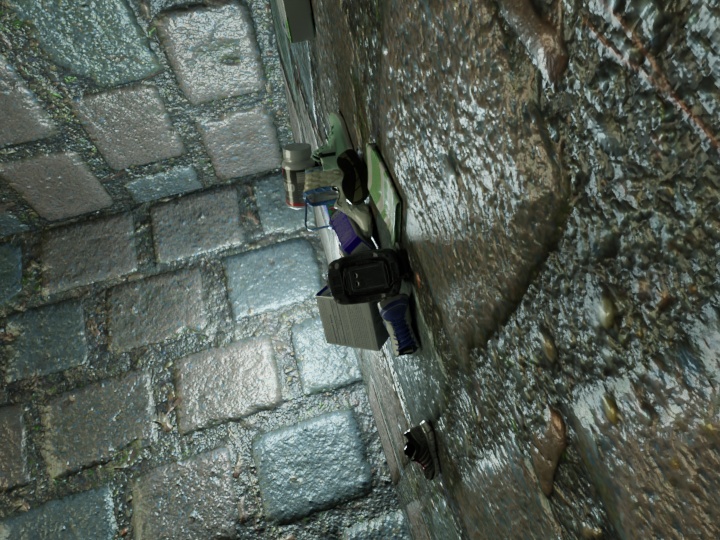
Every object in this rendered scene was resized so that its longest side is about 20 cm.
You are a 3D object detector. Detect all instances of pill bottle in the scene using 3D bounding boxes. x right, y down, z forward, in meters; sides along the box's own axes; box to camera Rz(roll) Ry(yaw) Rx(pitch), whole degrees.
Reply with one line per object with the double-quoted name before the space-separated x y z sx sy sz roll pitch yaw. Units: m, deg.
"pill bottle" -0.208 -0.323 1.757 0.114 0.113 0.202 -117 21 -59

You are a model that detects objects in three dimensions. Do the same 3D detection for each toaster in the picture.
"toaster" 0.023 0.007 1.209 0.129 0.198 0.115 -48 -55 -78

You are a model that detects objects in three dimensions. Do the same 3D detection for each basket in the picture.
"basket" -0.098 -0.235 1.662 0.139 0.174 0.202 50 -144 -72

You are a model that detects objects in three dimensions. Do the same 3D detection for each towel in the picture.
"towel" 0.051 -0.175 1.175 0.153 0.023 0.201 87 167 -55

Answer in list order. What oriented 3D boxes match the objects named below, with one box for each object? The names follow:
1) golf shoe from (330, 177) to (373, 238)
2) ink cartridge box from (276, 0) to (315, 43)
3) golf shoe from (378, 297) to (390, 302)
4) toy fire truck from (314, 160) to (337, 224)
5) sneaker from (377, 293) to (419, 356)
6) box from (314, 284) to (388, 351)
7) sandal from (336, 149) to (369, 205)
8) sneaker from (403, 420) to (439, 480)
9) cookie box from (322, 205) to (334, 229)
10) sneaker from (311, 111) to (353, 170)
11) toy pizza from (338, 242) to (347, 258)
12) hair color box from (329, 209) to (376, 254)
"golf shoe" -0.025 -0.175 1.474 0.078 0.096 0.202 99 154 -68
"ink cartridge box" -0.210 -0.824 1.620 0.201 0.087 0.146 -110 8 -47
"golf shoe" 0.053 0.055 1.380 0.077 0.087 0.202 -137 31 -73
"toy fire truck" -0.100 -0.281 1.813 0.201 0.128 0.177 58 165 28
"sneaker" 0.102 0.141 1.254 0.200 0.080 0.116 74 174 -63
"box" -0.020 0.141 1.625 0.105 0.198 0.186 -44 -50 -49
"sandal" -0.012 -0.246 1.368 0.057 0.079 0.202 57 -165 -47
"sneaker" 0.164 0.505 1.428 0.074 0.087 0.202 -118 15 -61
"cookie box" -0.110 -0.268 2.025 0.171 0.074 0.202 -144 39 -79
"sneaker" -0.094 -0.379 1.503 0.074 0.117 0.202 85 169 -61
"toy pizza" 0.000 0.000 1.505 0.200 0.032 0.200 46 -169 -11
"hair color box" -0.018 -0.100 1.524 0.109 0.065 0.201 38 -164 -32
